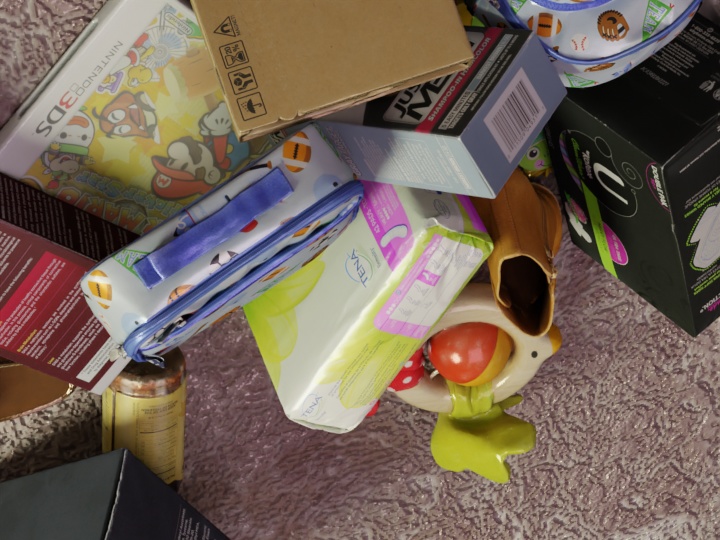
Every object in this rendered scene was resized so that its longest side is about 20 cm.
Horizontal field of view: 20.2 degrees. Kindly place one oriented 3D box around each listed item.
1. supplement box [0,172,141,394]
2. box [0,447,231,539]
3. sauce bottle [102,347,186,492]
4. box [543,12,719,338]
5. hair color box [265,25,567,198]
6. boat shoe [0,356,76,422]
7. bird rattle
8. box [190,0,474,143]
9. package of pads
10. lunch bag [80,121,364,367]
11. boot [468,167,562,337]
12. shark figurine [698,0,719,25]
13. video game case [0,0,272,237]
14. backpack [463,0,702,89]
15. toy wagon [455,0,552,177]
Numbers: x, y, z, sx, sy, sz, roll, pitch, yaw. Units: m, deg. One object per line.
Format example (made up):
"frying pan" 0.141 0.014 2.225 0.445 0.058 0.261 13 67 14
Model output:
"supplement box" -0.239 0.002 1.410 0.200 0.061 0.109 25 120 -32
"box" -0.202 0.252 1.507 0.199 0.124 0.197 -17 136 29
"sauce bottle" -0.167 0.143 1.544 0.066 0.066 0.201 -7 128 -19
"box" 0.229 -0.081 1.490 0.124 0.148 0.200 -37 140 -14
"hair color box" 0.030 -0.114 1.369 0.099 0.199 0.061 -54 131 -24
"boat shoe" -0.295 0.096 1.454 0.199 0.068 0.072 -9 122 -20
"bird rattle" 0.063 0.065 1.569 0.200 0.113 0.163 32 120 -25
"box" -0.033 -0.200 1.314 0.163 0.201 0.021 -18 166 -5
"package of pads" 0.000 0.000 1.450 0.068 0.155 0.200 17 123 -34
"lunch bag" -0.092 -0.013 1.324 0.200 0.160 0.076 -36 88 -8
"boot" 0.118 -0.008 1.498 0.070 0.145 0.201 -18 147 10
"shark figurine" 0.290 -0.175 1.532 0.128 0.090 0.214 -41 125 6
"video game case" -0.140 -0.091 1.434 0.200 0.023 0.182 34 103 -36
"backpack" 0.147 -0.227 1.357 0.200 0.154 0.191 -38 90 -1
"toy wagon" 0.116 -0.143 1.503 0.155 0.040 0.200 -30 127 -3
